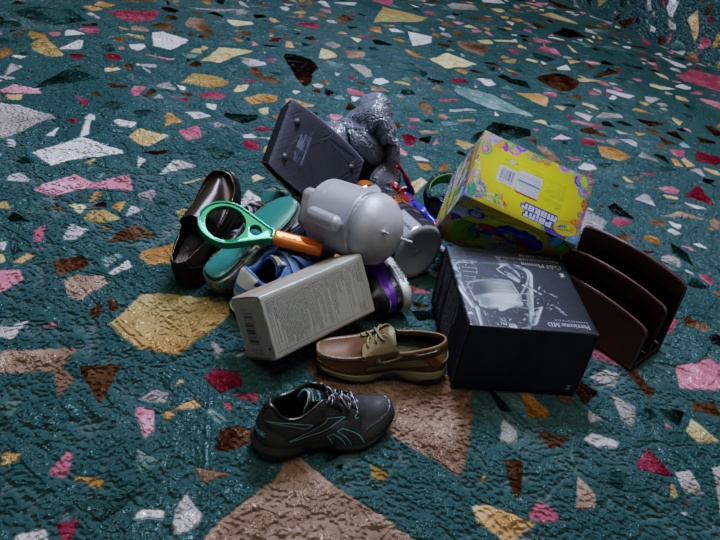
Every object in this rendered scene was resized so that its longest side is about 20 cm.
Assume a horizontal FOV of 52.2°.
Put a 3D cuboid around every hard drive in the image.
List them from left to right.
[{"bbox_3d":[-0.081,-0.185,1.264,0.042,0.138,0.199,2,-22,43],"label":"hard drive"}]

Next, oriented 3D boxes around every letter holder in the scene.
[{"bbox_3d":[0.407,0.035,1.203,0.099,0.145,0.199,-20,45,-37],"label":"letter holder"}]

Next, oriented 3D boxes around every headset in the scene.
[{"bbox_3d":[0.192,-0.122,1.415,0.121,0.095,0.203,0,52,-14],"label":"headset"}]

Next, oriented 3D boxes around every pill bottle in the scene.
[{"bbox_3d":[0.048,-0.084,1.311,0.104,0.108,0.200,-13,41,-30],"label":"pill bottle"}]

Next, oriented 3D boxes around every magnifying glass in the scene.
[{"bbox_3d":[-0.155,-0.056,1.134,0.195,0.023,0.081,13,54,-5],"label":"magnifying glass"}]

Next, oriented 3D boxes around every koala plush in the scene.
[{"bbox_3d":[-0.030,-0.264,1.512,0.195,0.187,0.179,-11,37,-9],"label":"koala plush"}]

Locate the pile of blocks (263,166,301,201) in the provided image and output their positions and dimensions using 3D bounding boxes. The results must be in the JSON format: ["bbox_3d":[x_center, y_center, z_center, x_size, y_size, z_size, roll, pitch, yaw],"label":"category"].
[{"bbox_3d":[-0.104,-0.165,1.339,0.062,0.200,0.082,41,87,20],"label":"pile of blocks"}]

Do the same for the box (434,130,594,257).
[{"bbox_3d":[0.249,-0.104,1.237,0.196,0.193,0.124,23,72,-3],"label":"box"}]

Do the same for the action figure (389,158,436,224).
[{"bbox_3d":[0.089,-0.131,1.398,0.065,0.099,0.201,-37,40,4],"label":"action figure"}]

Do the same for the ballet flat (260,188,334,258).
[{"bbox_3d":[-0.112,-0.076,1.313,0.062,0.069,0.200,16,24,-48],"label":"ballet flat"}]

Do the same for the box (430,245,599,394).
[{"bbox_3d":[0.225,0.073,1.121,0.195,0.126,0.198,4,36,-9],"label":"box"}]

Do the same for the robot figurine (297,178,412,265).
[{"bbox_3d":[-0.012,-0.077,1.169,0.198,0.116,0.168,21,17,36],"label":"robot figurine"}]

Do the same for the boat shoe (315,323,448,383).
[{"bbox_3d":[0.033,0.110,1.056,0.195,0.075,0.076,3,34,-11],"label":"boat shoe"}]

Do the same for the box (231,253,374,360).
[{"bbox_3d":[-0.079,0.050,1.077,0.198,0.097,0.077,-22,11,-40],"label":"box"}]

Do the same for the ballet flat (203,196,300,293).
[{"bbox_3d":[-0.171,-0.039,1.179,0.074,0.075,0.200,33,63,31],"label":"ballet flat"}]

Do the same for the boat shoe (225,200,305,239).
[{"bbox_3d":[-0.173,-0.081,1.234,0.196,0.066,0.074,-22,49,-9],"label":"boat shoe"}]

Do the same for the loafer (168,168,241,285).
[{"bbox_3d":[-0.245,-0.077,1.167,0.071,0.072,0.204,12,71,10],"label":"loafer"}]

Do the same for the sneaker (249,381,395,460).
[{"bbox_3d":[-0.040,0.183,0.929,0.196,0.081,0.076,-8,37,-27],"label":"sneaker"}]

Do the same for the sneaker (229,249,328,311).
[{"bbox_3d":[-0.113,0.009,1.156,0.073,0.084,0.198,33,39,33],"label":"sneaker"}]

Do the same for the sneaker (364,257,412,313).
[{"bbox_3d":[0.000,0.000,1.211,0.098,0.071,0.201,-11,39,-24],"label":"sneaker"}]
